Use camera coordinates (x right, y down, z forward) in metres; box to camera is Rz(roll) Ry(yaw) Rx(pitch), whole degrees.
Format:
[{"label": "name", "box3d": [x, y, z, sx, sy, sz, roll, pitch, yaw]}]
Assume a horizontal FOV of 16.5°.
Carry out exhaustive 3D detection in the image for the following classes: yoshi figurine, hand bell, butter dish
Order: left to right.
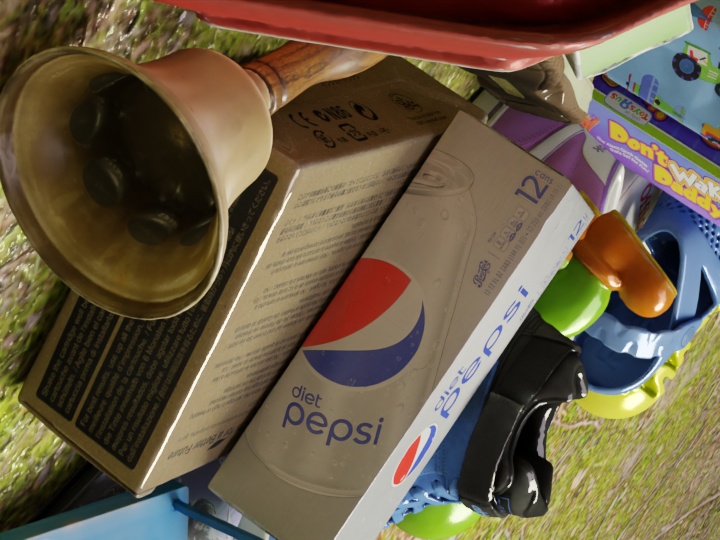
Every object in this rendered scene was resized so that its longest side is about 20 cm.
[{"label": "hand bell", "box3d": [-0.036, -0.073, 0.943, 0.200, 0.104, 0.105, -38, 155, -45]}, {"label": "butter dish", "box3d": [0.030, -0.162, 0.890, 0.199, 0.199, 0.149, -26, 122, -57]}, {"label": "yoshi figurine", "box3d": [0.068, 0.059, 1.243, 0.200, 0.112, 0.112, -38, 149, -1]}]

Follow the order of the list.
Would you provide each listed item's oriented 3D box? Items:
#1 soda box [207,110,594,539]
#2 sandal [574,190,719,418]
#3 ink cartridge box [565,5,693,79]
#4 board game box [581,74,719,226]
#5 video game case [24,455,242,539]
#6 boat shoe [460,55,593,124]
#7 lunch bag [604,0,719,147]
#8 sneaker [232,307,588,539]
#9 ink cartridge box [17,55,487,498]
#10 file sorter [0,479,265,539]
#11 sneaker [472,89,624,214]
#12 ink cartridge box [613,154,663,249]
[{"label": "soda box", "box3d": [0.019, 0.034, 1.093, 0.201, 0.063, 0.068, -56, 163, 0]}, {"label": "sandal", "box3d": [0.184, -0.008, 1.406, 0.201, 0.079, 0.087, -56, 159, -8]}, {"label": "ink cartridge box", "box3d": [0.090, -0.181, 1.046, 0.059, 0.104, 0.200, -23, 152, -2]}, {"label": "board game box", "box3d": [0.210, -0.098, 1.381, 0.135, 0.199, 0.045, -48, 160, -23]}, {"label": "video game case", "box3d": [-0.110, 0.155, 1.177, 0.200, 0.019, 0.143, -48, 132, -25]}, {"label": "boat shoe", "box3d": [0.080, -0.131, 1.225, 0.200, 0.071, 0.077, 33, 75, -76]}, {"label": "lunch bag", "box3d": [0.220, -0.173, 1.356, 0.200, 0.150, 0.094, -45, 159, -31]}, {"label": "sneaker", "box3d": [0.027, 0.099, 1.157, 0.200, 0.111, 0.077, -56, 165, 3]}, {"label": "ink cartridge box", "box3d": [-0.043, -0.007, 1.085, 0.165, 0.075, 0.200, -61, 163, 20]}, {"label": "file sorter", "box3d": [-0.101, 0.220, 1.104, 0.138, 0.122, 0.201, -15, 116, -43]}, {"label": "sneaker", "box3d": [0.062, 0.002, 1.315, 0.201, 0.114, 0.073, -52, 163, -8]}, {"label": "ink cartridge box", "box3d": [0.086, 0.012, 1.440, 0.200, 0.083, 0.147, -50, 161, -20]}]
